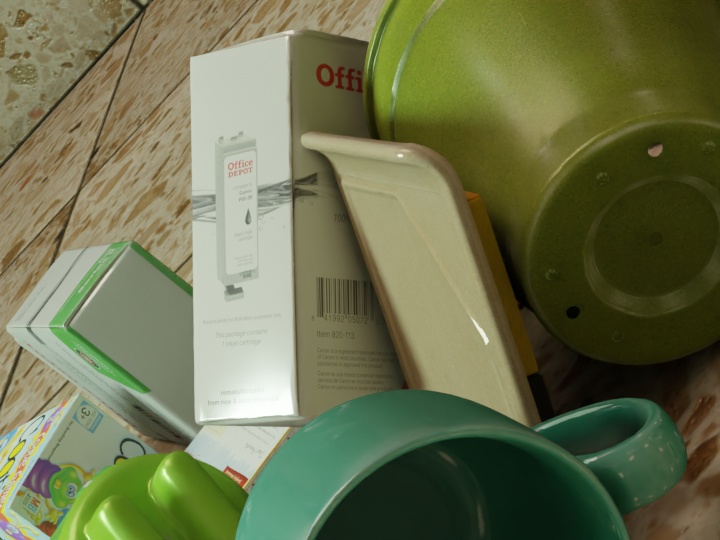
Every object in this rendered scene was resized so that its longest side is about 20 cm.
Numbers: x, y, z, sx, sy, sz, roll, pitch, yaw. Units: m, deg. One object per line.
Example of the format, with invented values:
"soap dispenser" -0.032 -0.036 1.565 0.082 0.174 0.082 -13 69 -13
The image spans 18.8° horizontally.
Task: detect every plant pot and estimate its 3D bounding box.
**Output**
"plant pot" 0.117 -0.056 1.056 0.200 0.200 0.193 -46 29 15

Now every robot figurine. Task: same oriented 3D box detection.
"robot figurine" -0.116 0.176 1.204 0.175 0.116 0.200 -36 -14 -30

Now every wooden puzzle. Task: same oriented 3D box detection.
"wooden puzzle" 0.045 0.022 1.042 0.037 0.201 0.185 -26 12 -12

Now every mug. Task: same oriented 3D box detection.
"mug" 0.038 0.127 0.917 0.114 0.184 0.153 -158 70 -69

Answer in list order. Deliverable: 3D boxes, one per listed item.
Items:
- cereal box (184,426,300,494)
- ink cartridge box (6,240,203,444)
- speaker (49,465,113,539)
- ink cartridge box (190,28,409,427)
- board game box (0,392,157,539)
"cereal box" -0.036 0.076 1.396 0.200 0.039 0.144 -53 18 -6
"ink cartridge box" -0.164 0.054 1.598 0.084 0.146 0.200 -55 17 -13
"speaker" -0.188 0.227 1.394 0.200 0.088 0.088 -57 17 -23
"ink cartridge box" -0.014 -0.017 1.175 0.083 0.146 0.201 -7 82 41
"board game box" -0.230 0.179 1.576 0.200 0.103 0.105 -28 28 54
